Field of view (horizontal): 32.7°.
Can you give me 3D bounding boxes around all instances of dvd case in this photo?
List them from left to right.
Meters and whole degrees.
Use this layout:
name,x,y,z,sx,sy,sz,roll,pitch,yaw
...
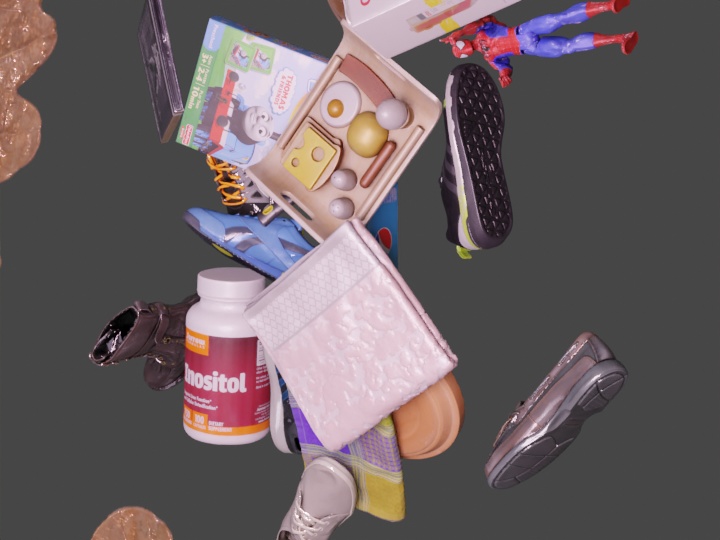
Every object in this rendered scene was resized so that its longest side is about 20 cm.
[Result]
name,x,y,z,sx,sy,sz,roll,pitch,yaw
dvd case,-0.249,-0.250,1.522,0.200,0.016,0.151,161,97,-76

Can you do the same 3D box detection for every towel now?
name,x,y,z,sx,sy,sz,roll,pitch,yaw
towel,-0.018,0.072,1.307,0.199,0.032,0.192,-38,84,35
towel,-0.016,0.206,1.418,0.142,0.023,0.202,18,135,26

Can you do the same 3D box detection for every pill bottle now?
name,x,y,z,sx,sy,sz,roll,pitch,yaw
pill bottle,-0.163,0.104,1.522,0.112,0.112,0.204,11,104,36

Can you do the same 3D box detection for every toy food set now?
name,x,y,z,sx,sy,sz,roll,pitch,yaw
toy food set,-0.021,-0.142,1.305,0.143,0.060,0.201,41,106,17

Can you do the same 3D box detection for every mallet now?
name,x,y,z,sx,sy,sz,roll,pitch,yaw
mallet,-0.036,-0.122,1.375,0.198,0.041,0.066,-31,48,11

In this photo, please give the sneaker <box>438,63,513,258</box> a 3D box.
name,x,y,z,sx,sy,sz,roll,pitch,yaw
sneaker,0.105,-0.115,1.298,0.082,0.071,0.204,-8,86,54

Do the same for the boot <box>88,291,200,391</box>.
name,x,y,z,sx,sy,sz,roll,pitch,yaw
boot,-0.278,0.094,1.573,0.069,0.173,0.201,50,124,20

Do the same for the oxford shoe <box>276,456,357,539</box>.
name,x,y,z,sx,sy,sz,roll,pitch,yaw
oxford shoe,-0.055,0.290,1.464,0.075,0.058,0.201,35,139,10

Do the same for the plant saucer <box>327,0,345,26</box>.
name,x,y,z,sx,sy,sz,roll,pitch,yaw
plant saucer,0.026,-0.346,1.350,0.198,0.029,0.204,8,102,39

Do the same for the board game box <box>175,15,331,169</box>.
name,x,y,z,sx,sy,sz,roll,pitch,yaw
board game box,-0.100,-0.186,1.416,0.197,0.037,0.153,21,109,4

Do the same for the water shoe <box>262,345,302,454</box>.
name,x,y,z,sx,sy,sz,roll,pitch,yaw
water shoe,-0.069,0.124,1.491,0.078,0.071,0.203,2,106,19

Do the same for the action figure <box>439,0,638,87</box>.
name,x,y,z,sx,sy,sz,roll,pitch,yaw
action figure,0.162,-0.223,1.216,0.198,0.099,0.066,0,119,41

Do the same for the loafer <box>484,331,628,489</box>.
name,x,y,z,sx,sy,sz,roll,pitch,yaw
loafer,0.196,0.148,1.282,0.200,0.071,0.063,-49,48,26

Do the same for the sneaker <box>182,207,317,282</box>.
name,x,y,z,sx,sy,sz,roll,pitch,yaw
sneaker,-0.116,-0.038,1.469,0.198,0.066,0.079,27,83,9

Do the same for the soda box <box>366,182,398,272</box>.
name,x,y,z,sx,sy,sz,roll,pitch,yaw
soda box,0.000,0.000,1.406,0.067,0.064,0.204,7,101,37

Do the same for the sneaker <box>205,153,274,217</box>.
name,x,y,z,sx,sy,sz,roll,pitch,yaw
sneaker,-0.153,-0.128,1.500,0.077,0.077,0.203,-4,96,37

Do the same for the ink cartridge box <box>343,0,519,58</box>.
name,x,y,z,sx,sy,sz,roll,pitch,yaw
ink cartridge box,0.081,-0.322,1.221,0.198,0.083,0.147,-19,64,25

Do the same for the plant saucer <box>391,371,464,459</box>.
name,x,y,z,sx,sy,sz,roll,pitch,yaw
plant saucer,0.021,0.137,1.374,0.198,0.032,0.202,20,136,20
